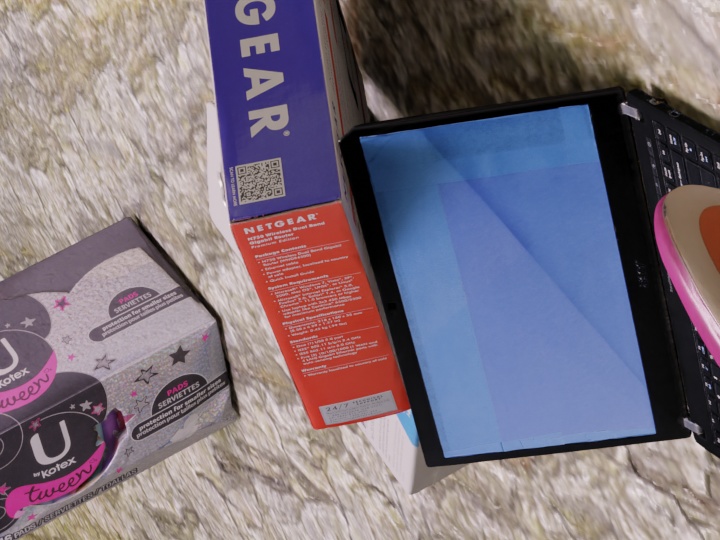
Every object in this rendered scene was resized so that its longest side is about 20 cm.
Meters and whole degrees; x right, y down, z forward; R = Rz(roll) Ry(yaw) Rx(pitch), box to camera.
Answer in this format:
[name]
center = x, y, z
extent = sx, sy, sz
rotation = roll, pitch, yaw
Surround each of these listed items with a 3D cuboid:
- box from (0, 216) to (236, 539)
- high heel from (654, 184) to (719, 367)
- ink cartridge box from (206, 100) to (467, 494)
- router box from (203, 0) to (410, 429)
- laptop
[box]
center = -0.206, 0.077, 1.720
extent = 0.132, 0.200, 0.115
rotation = 47, 157, 38
[high heel]
center = 0.162, 0.062, 0.895
extent = 0.200, 0.067, 0.096
rotation = 52, 150, 10
[ink cartridge box]
center = 0.000, 0.000, 1.269
extent = 0.200, 0.068, 0.115
rotation = 53, 159, 26
[router box]
center = -0.026, -0.060, 1.116
extent = 0.180, 0.049, 0.200
rotation = 71, -171, -56
[laptop]
center = 0.100, 0.030, 0.986
extent = 0.200, 0.103, 0.177
rotation = 38, 150, 52
